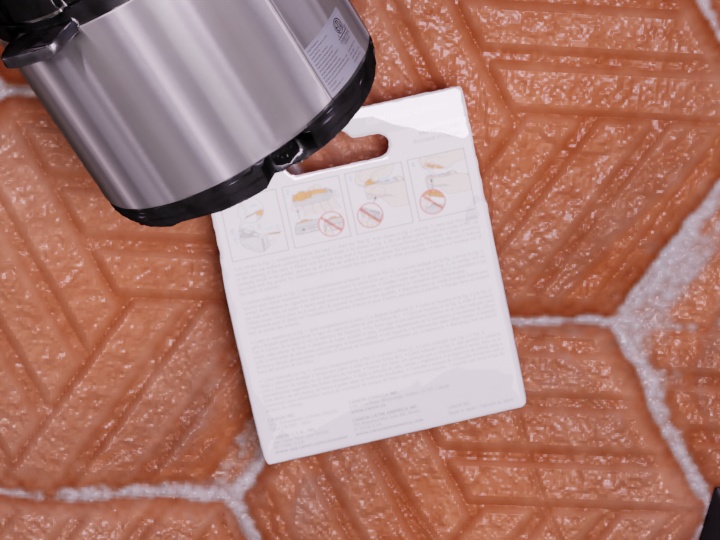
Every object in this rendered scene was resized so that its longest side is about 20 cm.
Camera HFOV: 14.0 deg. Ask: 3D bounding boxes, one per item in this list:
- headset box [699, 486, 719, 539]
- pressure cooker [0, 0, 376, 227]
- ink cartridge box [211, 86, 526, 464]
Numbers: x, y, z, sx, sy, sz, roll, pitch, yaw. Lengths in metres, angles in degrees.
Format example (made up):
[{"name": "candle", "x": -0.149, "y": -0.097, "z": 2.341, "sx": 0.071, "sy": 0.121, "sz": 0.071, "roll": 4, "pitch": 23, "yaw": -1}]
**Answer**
[{"name": "headset box", "x": 0.296, "y": 0.218, "z": 1.741, "sx": 0.199, "sy": 0.174, "sz": 0.093, "roll": 10, "pitch": 110, "yaw": -11}, {"name": "pressure cooker", "x": -0.105, "y": -0.148, "z": 1.558, "sx": 0.178, "sy": 0.176, "sz": 0.200, "roll": -32, "pitch": 114, "yaw": 3}, {"name": "ink cartridge box", "x": 0.000, "y": 0.000, "z": 1.701, "sx": 0.159, "sy": 0.047, "sz": 0.201, "roll": -12, "pitch": 106, "yaw": -1}]
